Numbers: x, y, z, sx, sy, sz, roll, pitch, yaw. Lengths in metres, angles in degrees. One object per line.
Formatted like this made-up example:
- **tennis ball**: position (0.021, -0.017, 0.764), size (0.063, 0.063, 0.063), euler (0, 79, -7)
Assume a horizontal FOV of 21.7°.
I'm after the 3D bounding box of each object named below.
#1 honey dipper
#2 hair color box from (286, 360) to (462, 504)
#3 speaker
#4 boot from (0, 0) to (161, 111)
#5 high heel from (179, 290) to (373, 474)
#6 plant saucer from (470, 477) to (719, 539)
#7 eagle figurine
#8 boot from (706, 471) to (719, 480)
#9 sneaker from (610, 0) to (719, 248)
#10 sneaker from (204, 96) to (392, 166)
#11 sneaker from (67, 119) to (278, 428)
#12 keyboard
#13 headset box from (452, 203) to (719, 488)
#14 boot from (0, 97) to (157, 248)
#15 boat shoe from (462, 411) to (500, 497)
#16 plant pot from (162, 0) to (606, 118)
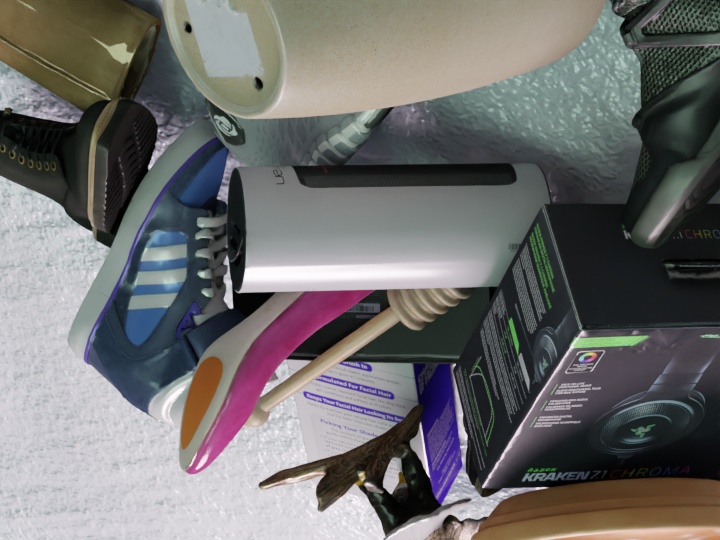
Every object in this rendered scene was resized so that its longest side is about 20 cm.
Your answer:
- **honey dipper**: position (-0.010, 0.054, 1.282), size (0.200, 0.038, 0.038), euler (-37, 108, 25)
- **hair color box**: position (0.009, 0.088, 1.404), size (0.109, 0.065, 0.200), euler (14, 139, 22)
- **speaker**: position (0.016, -0.027, 1.187), size (0.199, 0.081, 0.081), euler (-1, 142, -12)
- **boot**: position (-0.251, -0.157, 1.315), size (0.199, 0.066, 0.175), euler (29, 142, 1)
- **high heel**: position (-0.047, 0.054, 1.252), size (0.096, 0.201, 0.067), euler (26, 176, -27)
- **plant saucer**: position (0.170, 0.167, 1.241), size (0.199, 0.038, 0.200), euler (-4, 165, -1)
- **eagle figurine**: position (0.044, 0.200, 1.350), size (0.151, 0.151, 0.201), euler (-7, 117, 33)
- **boot**: position (0.234, 0.173, 1.352), size (0.199, 0.070, 0.147), euler (-13, 117, 40)
- **sneaker**: position (0.174, -0.115, 1.044), size (0.114, 0.076, 0.200), euler (32, 122, 22)
- **sneaker**: position (-0.043, -0.119, 1.211), size (0.115, 0.075, 0.200), euler (41, 140, -4)
- **sneaker**: position (-0.102, 0.015, 1.306), size (0.146, 0.081, 0.201), euler (33, 103, 11)
- **keyboard**: position (0.000, 0.000, 1.301), size (0.199, 0.021, 0.128), euler (1, 97, 23)
- **headset box**: position (0.173, 0.044, 1.161), size (0.173, 0.093, 0.200), euler (0, 145, -19)
- **boot**: position (-0.216, -0.084, 1.292), size (0.138, 0.078, 0.200), euler (28, 158, 3)
- **boat shoe**: position (0.104, 0.083, 1.338), size (0.066, 0.072, 0.201), euler (41, 145, 23)
- **plant pot**: position (0.000, -0.158, 0.994), size (0.187, 0.200, 0.188), euler (30, 135, 34)
